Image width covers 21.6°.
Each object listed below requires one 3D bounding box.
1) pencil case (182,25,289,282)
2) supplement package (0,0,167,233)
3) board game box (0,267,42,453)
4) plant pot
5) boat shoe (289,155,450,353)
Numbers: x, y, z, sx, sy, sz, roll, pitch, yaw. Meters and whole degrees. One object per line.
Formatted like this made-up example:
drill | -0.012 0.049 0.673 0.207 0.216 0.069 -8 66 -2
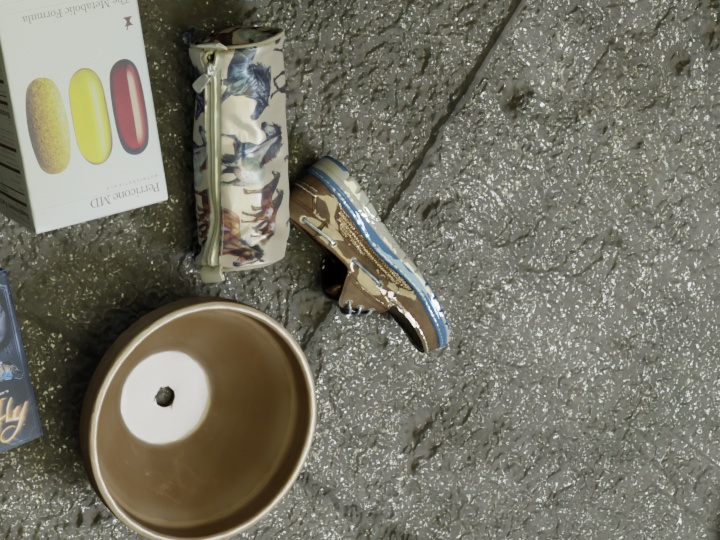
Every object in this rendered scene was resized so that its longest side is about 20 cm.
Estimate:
pencil case | -0.100 -0.094 1.510 0.089 0.078 0.201 -17 112 -48
supplement package | -0.226 -0.144 1.406 0.113 0.109 0.201 -17 110 -25
board game box | -0.334 0.089 1.366 0.200 0.035 0.136 -23 109 -39
plant pot | -0.143 0.114 1.530 0.200 0.093 0.202 -8 105 -29
boat shoe | 0.000 0.000 1.604 0.072 0.072 0.200 -40 109 -11
